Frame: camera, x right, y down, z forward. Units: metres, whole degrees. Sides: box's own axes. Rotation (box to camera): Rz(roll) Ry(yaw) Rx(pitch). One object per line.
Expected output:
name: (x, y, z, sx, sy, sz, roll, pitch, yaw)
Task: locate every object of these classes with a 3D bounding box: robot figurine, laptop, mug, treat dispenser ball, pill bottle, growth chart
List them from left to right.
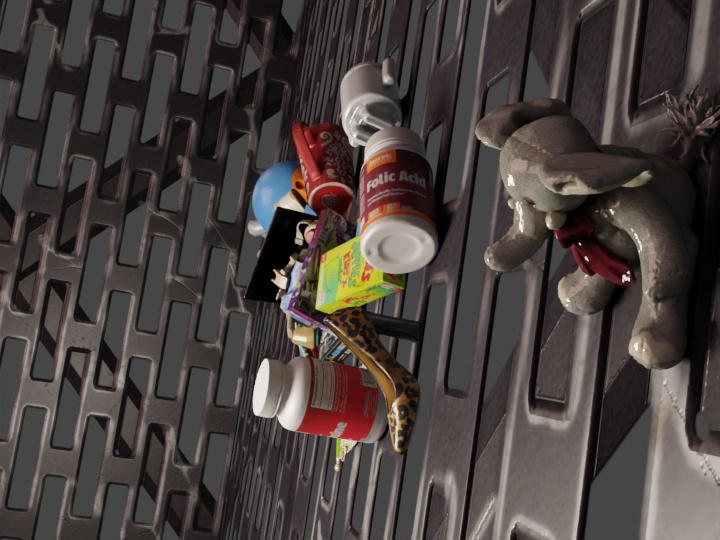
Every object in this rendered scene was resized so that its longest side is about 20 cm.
laptop: (-0.166, -0.043, 1.648, 0.115, 0.198, 0.190, 28, 101, 36)
treat dispenser ball: (-0.179, -0.178, 2.106, 0.201, 0.197, 0.205, -170, 90, -77)
mug: (-0.090, -0.222, 1.828, 0.134, 0.175, 0.202, -53, 31, 36)
pill bottle: (-0.060, 0.196, 1.263, 0.112, 0.196, 0.115, -167, 90, -72)
growth chart: (-0.010, 0.242, 1.436, 0.201, 0.017, 0.147, 116, 159, -46)
robot figurine: (0.019, -0.311, 1.524, 0.170, 0.111, 0.202, -51, 28, 35)
pill bottle: (0.054, -0.108, 1.207, 0.115, 0.112, 0.203, 115, 160, -48)

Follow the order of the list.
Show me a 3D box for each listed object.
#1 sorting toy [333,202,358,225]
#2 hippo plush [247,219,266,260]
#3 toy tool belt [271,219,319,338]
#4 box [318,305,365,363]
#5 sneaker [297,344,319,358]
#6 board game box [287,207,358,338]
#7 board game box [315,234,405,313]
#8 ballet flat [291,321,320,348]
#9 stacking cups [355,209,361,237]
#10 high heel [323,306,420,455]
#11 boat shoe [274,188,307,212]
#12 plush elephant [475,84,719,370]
sorting toy: (-0.079, -0.029, 1.698, 0.201, 0.068, 0.201, -81, 15, -64)
hippo plush: (-0.252, -0.086, 2.589, 0.197, 0.158, 0.165, -4, 94, 35)
toy tool belt: (-0.103, 0.017, 1.545, 0.123, 0.122, 0.204, -50, -28, -60)
box: (-0.036, 0.089, 1.604, 0.200, 0.045, 0.162, 127, 151, -64)
sneaker: (-0.102, 0.202, 1.744, 0.201, 0.078, 0.097, -103, 24, -61)
board game box: (-0.050, 0.004, 1.482, 0.032, 0.119, 0.203, -9, 56, 50)
board game box: (0.000, 0.000, 1.371, 0.199, 0.047, 0.104, -25, 53, 51)
ballet flat: (-0.105, 0.104, 1.747, 0.200, 0.062, 0.070, -66, -23, -71)
stacking cups: (0.015, -0.067, 1.482, 0.060, 0.059, 0.204, 146, 134, -72)
high heel: (0.011, 0.149, 1.132, 0.072, 0.140, 0.204, 122, 155, -57)
boat shoe: (-0.119, -0.088, 1.813, 0.068, 0.201, 0.074, -30, 27, 12)
plush elephant: (0.159, -0.046, 0.595, 0.165, 0.152, 0.204, -111, 33, -67)
